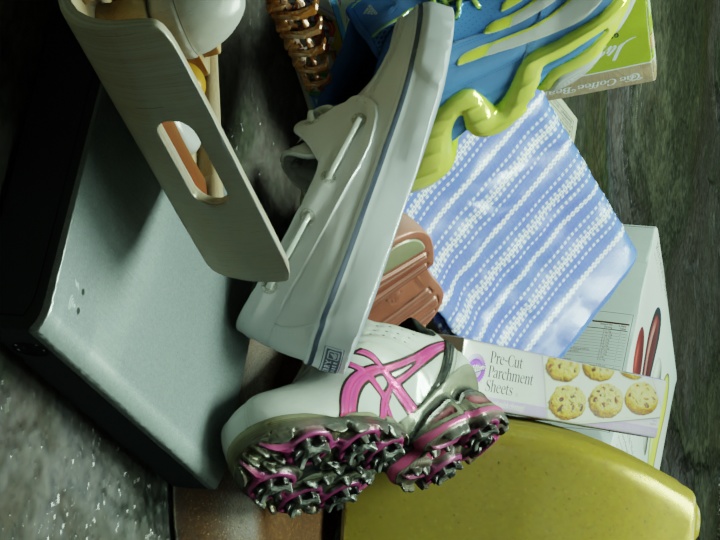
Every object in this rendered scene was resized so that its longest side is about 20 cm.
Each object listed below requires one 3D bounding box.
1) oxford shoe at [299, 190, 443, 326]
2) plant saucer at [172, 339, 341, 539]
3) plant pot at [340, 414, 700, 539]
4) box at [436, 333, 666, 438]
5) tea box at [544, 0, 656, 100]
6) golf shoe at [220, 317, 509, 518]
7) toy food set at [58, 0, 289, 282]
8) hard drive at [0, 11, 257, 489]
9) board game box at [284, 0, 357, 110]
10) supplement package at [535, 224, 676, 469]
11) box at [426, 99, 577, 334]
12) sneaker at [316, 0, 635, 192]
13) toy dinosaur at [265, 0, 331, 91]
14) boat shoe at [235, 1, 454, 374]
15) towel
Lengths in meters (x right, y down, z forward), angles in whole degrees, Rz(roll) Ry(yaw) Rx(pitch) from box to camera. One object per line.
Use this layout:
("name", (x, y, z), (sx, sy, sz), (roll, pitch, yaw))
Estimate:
("oxford shoe", (0.000, 0.000, 1.028), (0.071, 0.074, 0.200), (-34, 160, -16))
("plant saucer", (-0.043, 0.095, 0.960), (0.200, 0.036, 0.202), (2, 90, -72))
("plant pot", (0.093, 0.178, 1.072), (0.196, 0.199, 0.196), (37, 57, -85))
("box", (0.112, 0.072, 1.119), (0.199, 0.039, 0.042), (14, 84, -43))
("tea box", (0.091, -0.235, 1.092), (0.197, 0.133, 0.201), (70, 13, -57))
("golf shoe", (-0.010, 0.067, 0.910), (0.200, 0.073, 0.092), (0, 51, -57))
("toy food set", (-0.064, -0.113, 0.738), (0.144, 0.060, 0.201), (64, 16, -48))
("hard drive", (-0.094, -0.002, 0.792), (0.200, 0.033, 0.140), (57, 39, -62))
("board game box", (-0.004, -0.157, 1.043), (0.201, 0.034, 0.135), (72, 27, -47))
("supplement package", (0.145, 0.098, 1.364), (0.192, 0.146, 0.201), (72, 28, -48))
("box", (0.080, -0.034, 1.220), (0.095, 0.077, 0.201), (42, 51, -44))
("sneaker", (0.058, -0.126, 0.964), (0.105, 0.200, 0.076), (29, 21, -46))
("toy dinosaur", (-0.023, -0.197, 0.890), (0.102, 0.135, 0.201), (44, -50, 52))
("boat shoe", (-0.006, -0.051, 0.879), (0.074, 0.065, 0.201), (108, 1, -63))
("towel", (0.093, -0.018, 1.111), (0.145, 0.024, 0.200), (-50, 132, -14))
